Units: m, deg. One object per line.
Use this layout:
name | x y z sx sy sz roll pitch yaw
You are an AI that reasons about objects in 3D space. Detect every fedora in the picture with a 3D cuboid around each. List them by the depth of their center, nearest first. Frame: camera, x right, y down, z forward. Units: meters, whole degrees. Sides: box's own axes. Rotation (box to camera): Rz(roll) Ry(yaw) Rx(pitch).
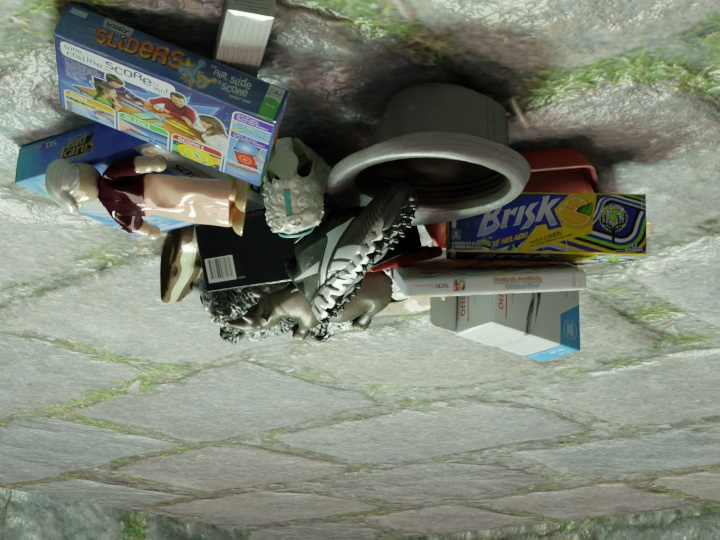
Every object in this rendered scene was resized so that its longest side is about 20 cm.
fedora | 0.066 -0.116 1.181 0.177 0.090 0.200 15 160 -29

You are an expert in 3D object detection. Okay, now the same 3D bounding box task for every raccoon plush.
raccoon plush | -0.100 0.028 1.486 0.200 0.097 0.134 -6 171 -4

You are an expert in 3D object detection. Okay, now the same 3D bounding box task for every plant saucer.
plant saucer | 0.160 -0.079 1.351 0.199 0.037 0.200 -4 160 15

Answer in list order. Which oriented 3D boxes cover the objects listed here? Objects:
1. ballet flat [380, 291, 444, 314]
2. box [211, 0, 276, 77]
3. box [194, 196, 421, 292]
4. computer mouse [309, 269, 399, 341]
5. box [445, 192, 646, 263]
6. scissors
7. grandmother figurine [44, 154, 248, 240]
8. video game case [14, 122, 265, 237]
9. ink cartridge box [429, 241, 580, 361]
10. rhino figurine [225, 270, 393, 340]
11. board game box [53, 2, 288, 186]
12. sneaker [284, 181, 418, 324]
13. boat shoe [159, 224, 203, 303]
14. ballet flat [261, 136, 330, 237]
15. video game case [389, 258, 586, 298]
ballet flat | 0.031 0.022 1.600 0.200 0.068 0.067 -14 147 34
box | -0.106 -0.187 1.081 0.041 0.039 0.200 6 159 -10
box | -0.055 -0.036 1.354 0.200 0.079 0.141 -8 -176 26
computer mouse | 0.000 0.023 1.562 0.059 0.034 0.200 41 123 -14
box | 0.187 -0.044 1.284 0.200 0.064 0.070 0 173 2
scissors | 0.000 0.000 1.340 0.200 0.014 0.073 -16 -171 -28
grandmother figurine | -0.213 -0.076 1.248 0.200 0.061 0.121 8 130 -5
video game case | -0.229 -0.098 1.327 0.200 0.046 0.181 -11 155 33
ink cartridge box | 0.179 0.031 1.530 0.200 0.116 0.067 18 155 -37
rhino figurine | -0.054 0.036 1.379 0.200 0.060 0.087 -10 158 -21
board game box | -0.169 -0.151 1.107 0.200 0.035 0.135 22 157 -3
sneaker | -0.019 -0.032 1.198 0.090 0.066 0.200 45 138 6
boat shoe | -0.198 -0.009 1.527 0.075 0.075 0.202 2 160 -17
ballet flat | -0.065 -0.095 1.221 0.072 0.072 0.200 5 -159 -8
video game case | 0.129 0.003 1.335 0.182 0.023 0.200 -3 -174 -3
